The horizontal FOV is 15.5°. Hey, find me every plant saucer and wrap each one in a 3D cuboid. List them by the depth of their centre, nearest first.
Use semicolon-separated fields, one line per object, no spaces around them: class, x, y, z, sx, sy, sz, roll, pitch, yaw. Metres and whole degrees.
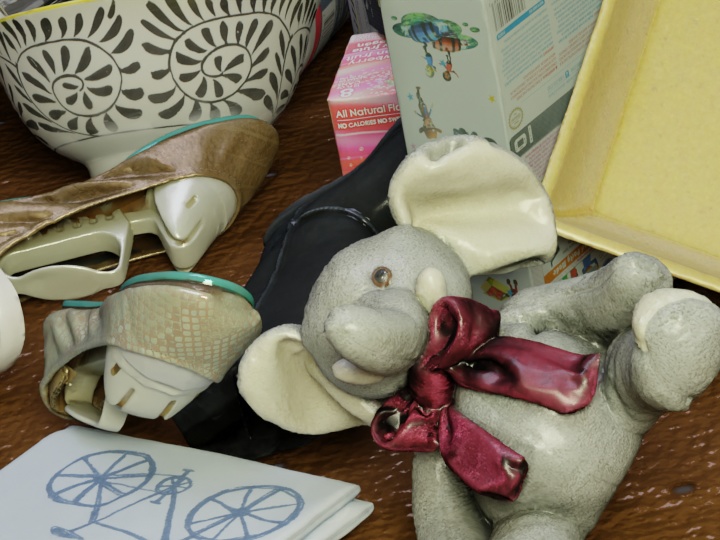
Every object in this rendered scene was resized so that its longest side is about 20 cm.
plant saucer;0.196;-0.070;1.217;0.199;0.048;0.201;20;72;0

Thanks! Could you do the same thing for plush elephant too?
plush elephant;0.040;0.039;1.076;0.154;0.165;0.200;30;9;-4

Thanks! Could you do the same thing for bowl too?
bowl;-0.114;-0.100;1.509;0.200;0.095;0.201;-7;-1;0

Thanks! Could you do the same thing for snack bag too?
snack bag;-0.124;0.130;1.136;0.188;0.021;0.200;8;31;39

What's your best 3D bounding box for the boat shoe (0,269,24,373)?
boat shoe;-0.252;0.022;1.354;0.199;0.072;0.068;13;23;43

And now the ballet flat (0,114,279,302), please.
ballet flat;-0.129;-0.023;1.430;0.199;0.068;0.072;-17;45;-11

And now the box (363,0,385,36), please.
box;0.108;-0.161;1.373;0.199;0.051;0.158;-13;15;-8

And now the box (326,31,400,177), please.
box;0.092;-0.075;1.381;0.199;0.103;0.095;-6;25;11

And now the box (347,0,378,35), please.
box;0.092;-0.161;1.565;0.183;0.105;0.200;-14;25;-4

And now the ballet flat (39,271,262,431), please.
ballet flat;-0.097;0.042;1.194;0.067;0.063;0.200;18;-12;-19

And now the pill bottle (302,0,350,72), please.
pill bottle;-0.057;-0.195;1.692;0.119;0.120;0.200;-2;26;21

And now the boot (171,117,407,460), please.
boot;-0.001;0.001;1.260;0.165;0.066;0.200;-37;10;25

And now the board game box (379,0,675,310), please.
board game box;0.086;-0.064;1.239;0.064;0.201;0.147;6;29;36

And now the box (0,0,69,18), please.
box;-0.237;-0.154;1.655;0.200;0.050;0.158;-34;7;40
